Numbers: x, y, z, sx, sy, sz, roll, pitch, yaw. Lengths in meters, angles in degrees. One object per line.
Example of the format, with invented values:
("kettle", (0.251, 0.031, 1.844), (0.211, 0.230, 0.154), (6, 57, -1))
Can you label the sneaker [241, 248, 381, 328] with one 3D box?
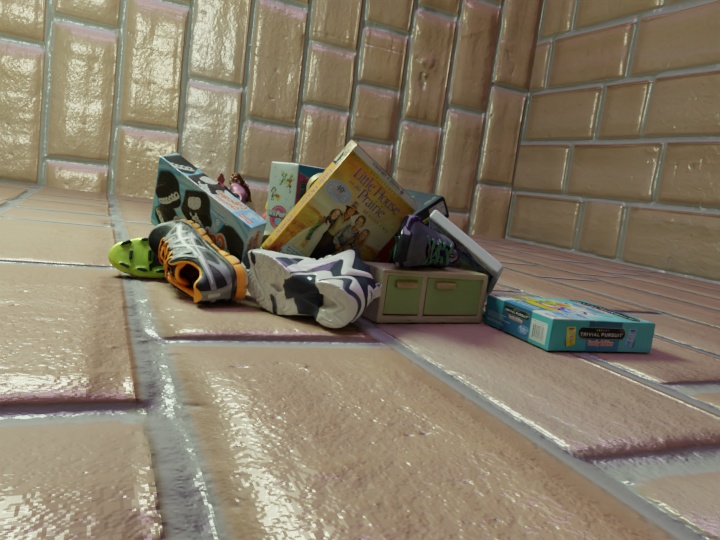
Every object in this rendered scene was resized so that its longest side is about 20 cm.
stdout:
("sneaker", (-0.058, 0.011, 0.796), (0.197, 0.081, 0.129), (11, 17, 33))

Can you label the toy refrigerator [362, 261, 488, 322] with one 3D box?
("toy refrigerator", (0.096, 0.035, 0.867), (0.197, 0.077, 0.070), (4, 9, -32))

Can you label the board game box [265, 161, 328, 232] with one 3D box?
("board game box", (-0.094, -0.076, 0.999), (0.063, 0.204, 0.147), (11, 9, 33))

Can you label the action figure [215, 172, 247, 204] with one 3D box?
("action figure", (-0.222, -0.074, 0.996), (0.147, 0.201, 0.135), (26, 55, 15))

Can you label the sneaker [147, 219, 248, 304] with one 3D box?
("sneaker", (-0.244, -0.014, 0.811), (0.198, 0.080, 0.077), (27, 30, 33))

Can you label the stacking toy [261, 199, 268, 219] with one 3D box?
("stacking toy", (-0.154, -0.113, 1.198), (0.143, 0.204, 0.146), (7, 8, -1))

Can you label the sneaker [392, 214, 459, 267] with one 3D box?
("sneaker", (0.104, -0.037, 0.853), (0.086, 0.076, 0.200), (15, 8, 12))

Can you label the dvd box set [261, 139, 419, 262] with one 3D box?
("dvd box set", (-0.027, -0.065, 0.847), (0.146, 0.200, 0.029), (38, 8, -32))

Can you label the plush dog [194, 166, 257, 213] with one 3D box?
("plush dog", (-0.282, -0.097, 1.149), (0.170, 0.202, 0.161), (-17, 53, -31))

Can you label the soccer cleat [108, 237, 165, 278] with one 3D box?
("soccer cleat", (-0.299, -0.012, 0.928), (0.197, 0.066, 0.083), (-2, -18, -33))

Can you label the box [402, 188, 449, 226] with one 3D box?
("box", (0.054, -0.093, 1.163), (0.198, 0.052, 0.157), (-32, 27, -21))

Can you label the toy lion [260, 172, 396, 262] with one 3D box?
("toy lion", (-0.044, -0.039, 0.919), (0.192, 0.200, 0.069), (44, 4, -36))

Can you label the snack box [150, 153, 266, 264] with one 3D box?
("snack box", (-0.229, -0.071, 0.858), (0.199, 0.117, 0.037), (36, 34, 21))

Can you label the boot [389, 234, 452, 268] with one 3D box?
("boot", (0.121, 0.016, 1.047), (0.167, 0.077, 0.200), (37, -2, 33))

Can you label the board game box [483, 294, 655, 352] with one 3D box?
("board game box", (0.312, 0.078, 0.878), (0.197, 0.048, 0.151), (4, 9, -24))

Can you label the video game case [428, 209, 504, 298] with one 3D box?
("video game case", (0.173, -0.017, 0.999), (0.143, 0.018, 0.200), (43, -9, 15))
